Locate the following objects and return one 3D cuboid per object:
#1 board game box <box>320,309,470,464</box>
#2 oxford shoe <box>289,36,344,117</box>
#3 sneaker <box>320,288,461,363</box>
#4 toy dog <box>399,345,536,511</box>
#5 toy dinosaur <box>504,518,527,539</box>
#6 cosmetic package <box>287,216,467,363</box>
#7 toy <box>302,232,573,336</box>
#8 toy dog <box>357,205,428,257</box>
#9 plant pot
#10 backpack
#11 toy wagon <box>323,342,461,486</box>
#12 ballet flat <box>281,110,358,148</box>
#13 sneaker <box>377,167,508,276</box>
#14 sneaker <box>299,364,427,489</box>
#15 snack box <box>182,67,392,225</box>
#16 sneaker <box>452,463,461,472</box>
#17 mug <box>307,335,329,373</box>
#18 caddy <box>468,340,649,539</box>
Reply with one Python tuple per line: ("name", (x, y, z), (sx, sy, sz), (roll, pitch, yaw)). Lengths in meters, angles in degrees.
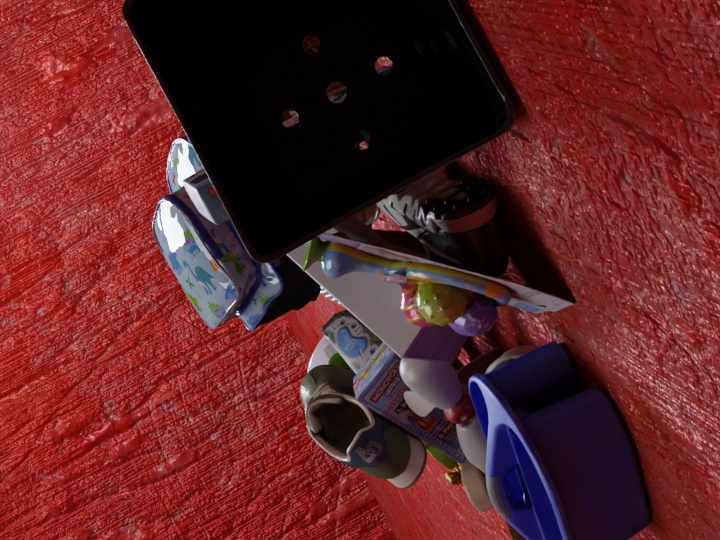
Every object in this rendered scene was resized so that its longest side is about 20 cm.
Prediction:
("board game box", (0.053, 0.106, 1.436), (0.199, 0.062, 0.200), (31, -169, -43))
("oxford shoe", (-0.049, -0.191, 1.411), (0.200, 0.071, 0.072), (-138, 25, -72))
("sneaker", (0.037, 0.023, 1.589), (0.199, 0.080, 0.079), (31, 165, 24))
("toy dog", (0.107, 0.121, 1.322), (0.097, 0.131, 0.201), (-95, -9, -53))
("toy dinosaur", (0.192, 0.285, 1.323), (0.105, 0.181, 0.202), (30, 119, 41))
("cosmetic package", (0.000, 0.000, 1.241), (0.200, 0.051, 0.082), (41, -166, 31))
("toy", (0.049, 0.018, 1.114), (0.199, 0.048, 0.115), (19, 174, -5))
("toy dog", (0.032, -0.023, 1.363), (0.200, 0.096, 0.132), (55, -165, 26))
("plant pot", (-0.025, -0.138, 1.048), (0.201, 0.199, 0.177), (61, -177, 0))
("backpack", (-0.130, -0.050, 1.521), (0.201, 0.146, 0.183), (61, 156, 9))
("toy wagon", (0.044, 0.148, 1.562), (0.200, 0.040, 0.155), (42, -177, 21))
("ballet flat", (-0.058, -0.152, 1.527), (0.200, 0.072, 0.068), (43, -179, 24))
("sneaker", (0.064, -0.038, 1.197), (0.091, 0.066, 0.200), (66, 167, -22))
("sneaker", (-0.020, 0.135, 1.414), (0.090, 0.067, 0.200), (27, -174, -38))
("snack box", (-0.049, -0.105, 1.214), (0.037, 0.199, 0.116), (61, 172, -12))
("sneaker", (0.086, 0.144, 1.652), (0.201, 0.073, 0.077), (59, 173, 15))
("mug", (0.050, 0.147, 1.797), (0.153, 0.185, 0.151), (38, 124, 50))
("caddy", (0.149, 0.157, 1.176), (0.142, 0.104, 0.201), (54, 169, 50))
